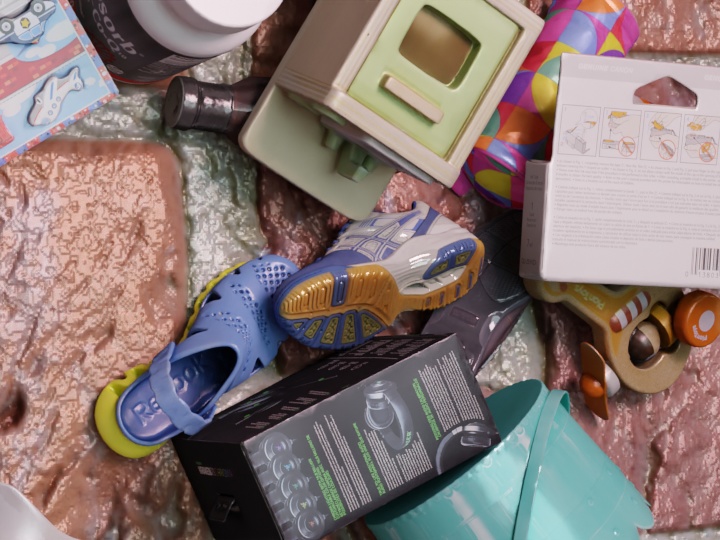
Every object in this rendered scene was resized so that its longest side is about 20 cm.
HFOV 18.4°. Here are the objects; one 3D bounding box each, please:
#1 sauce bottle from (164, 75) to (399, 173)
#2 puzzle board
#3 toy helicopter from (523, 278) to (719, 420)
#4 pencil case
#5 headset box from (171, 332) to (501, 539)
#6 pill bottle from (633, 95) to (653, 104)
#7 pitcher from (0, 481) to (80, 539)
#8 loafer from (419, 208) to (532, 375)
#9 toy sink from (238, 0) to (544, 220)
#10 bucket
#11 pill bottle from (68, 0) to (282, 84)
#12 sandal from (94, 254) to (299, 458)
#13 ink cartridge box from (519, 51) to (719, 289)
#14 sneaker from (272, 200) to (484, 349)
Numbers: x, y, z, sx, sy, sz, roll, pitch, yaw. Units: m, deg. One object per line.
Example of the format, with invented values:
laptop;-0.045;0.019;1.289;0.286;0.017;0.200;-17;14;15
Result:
sauce bottle;-0.054;-0.116;1.729;0.199;0.066;0.067;5;83;-27
puzzle board;-0.294;-0.142;1.601;0.199;0.017;0.151;-32;105;-10
toy helicopter;0.198;0.043;1.820;0.200;0.079;0.133;32;85;-37
pencil case;0.150;-0.143;1.825;0.088;0.088;0.200;42;68;-18
headset box;-0.027;0.129;1.653;0.199;0.174;0.093;-26;97;-22
pill bottle;0.276;-0.065;1.866;0.199;0.109;0.110;22;76;-24
pitcher;-0.243;0.273;1.577;0.171;0.121;0.201;29;61;-29
loafer;0.092;0.036;1.802;0.072;0.063;0.200;30;65;10
toy sink;0.022;-0.139;1.660;0.130;0.112;0.201;32;89;-28
bucket;0.112;0.189;1.716;0.207;0.207;0.135;-42;99;-23
pill bottle;-0.133;-0.207;1.620;0.115;0.200;0.117;3;84;-26
sandal;-0.107;0.065;1.674;0.080;0.087;0.200;48;65;-15
ink cartridge box;0.227;-0.077;1.760;0.199;0.045;0.178;3;93;-24
sneaker;0.000;0.000;1.733;0.199;0.088;0.076;-15;135;-39
